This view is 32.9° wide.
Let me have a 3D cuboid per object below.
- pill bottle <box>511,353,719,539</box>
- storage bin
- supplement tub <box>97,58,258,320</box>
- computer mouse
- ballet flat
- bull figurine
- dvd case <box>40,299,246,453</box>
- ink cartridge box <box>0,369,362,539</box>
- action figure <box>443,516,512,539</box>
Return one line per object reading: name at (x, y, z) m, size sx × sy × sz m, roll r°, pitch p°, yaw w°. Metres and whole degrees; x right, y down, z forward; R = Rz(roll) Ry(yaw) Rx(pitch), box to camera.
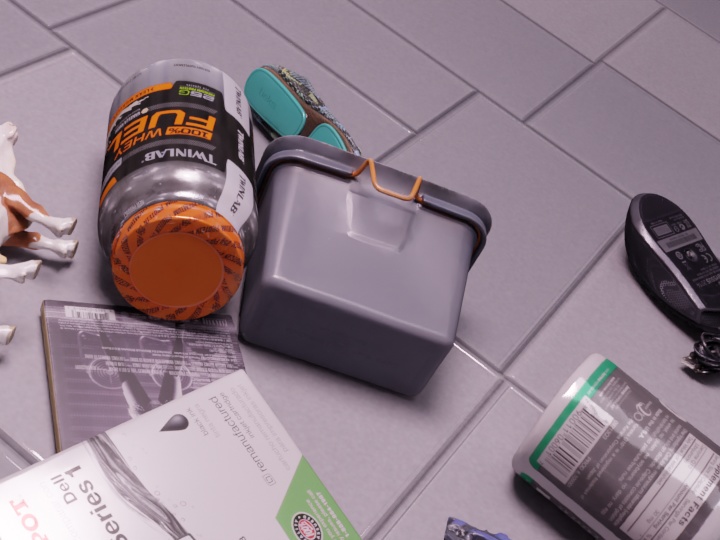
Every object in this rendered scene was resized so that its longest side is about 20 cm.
pill bottle at (0.221, 0.165, 0.913) m, size 0.199 × 0.114 × 0.113 m, roll 39°, pitch 39°, yaw 14°
storage bin at (0.000, 0.000, 0.961) m, size 0.197 × 0.146 × 0.136 m, roll 18°, pitch 48°, yaw -11°
supplement tub at (-0.140, -0.064, 0.945) m, size 0.121 × 0.124 × 0.202 m, roll 13°, pitch 37°, yaw -18°
computer mouse at (0.318, 0.016, 1.203) m, size 0.137 × 0.053 × 0.202 m, roll -11°, pitch 62°, yaw -38°
ballet flat at (-0.035, -0.118, 1.128) m, size 0.073 × 0.075 × 0.201 m, roll -8°, pitch 53°, yaw -37°
bull figurine at (-0.273, -0.031, 0.876) m, size 0.120 × 0.066 × 0.201 m, roll 22°, pitch 38°, yaw -2°
dvd case at (-0.140, 0.102, 0.845) m, size 0.147 × 0.016 × 0.202 m, roll 7°, pitch 41°, yaw -27°
ink cartridge box at (-0.117, 0.167, 0.709) m, size 0.199 × 0.085 × 0.147 m, roll -23°, pitch 67°, yaw -43°
action figure at (0.119, 0.248, 0.800) m, size 0.198 × 0.106 × 0.192 m, roll 20°, pitch 22°, yaw 34°
